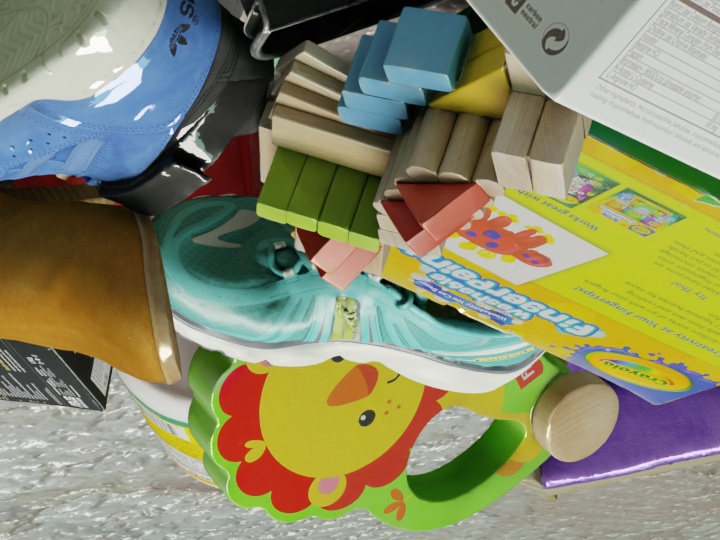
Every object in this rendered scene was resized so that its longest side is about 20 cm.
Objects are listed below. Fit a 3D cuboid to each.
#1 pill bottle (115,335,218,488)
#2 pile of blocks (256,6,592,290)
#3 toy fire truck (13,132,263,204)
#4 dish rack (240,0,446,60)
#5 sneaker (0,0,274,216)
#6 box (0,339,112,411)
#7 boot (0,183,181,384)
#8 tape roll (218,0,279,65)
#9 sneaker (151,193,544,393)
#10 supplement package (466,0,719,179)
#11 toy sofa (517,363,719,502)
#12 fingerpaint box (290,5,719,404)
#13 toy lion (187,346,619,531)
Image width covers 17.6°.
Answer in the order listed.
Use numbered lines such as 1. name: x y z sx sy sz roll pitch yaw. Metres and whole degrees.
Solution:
1. pill bottle: -0.065 0.053 1.236 0.112 0.113 0.200 -8 158 3
2. pile of blocks: 0.009 -0.037 0.786 0.082 0.062 0.200 27 155 -17
3. toy fire truck: -0.109 -0.055 1.035 0.199 0.049 0.141 -4 159 -8
4. dish rack: 0.040 -0.155 0.762 0.153 0.055 0.200 -23 166 -27
5. sneaker: -0.122 -0.050 0.872 0.200 0.077 0.111 -28 142 29
6. box: -0.213 0.018 1.117 0.160 0.044 0.200 7 165 7
7. boot: -0.155 0.011 0.916 0.144 0.071 0.201 -11 -162 -15
8. tape roll: -0.115 -0.116 0.880 0.200 0.048 0.201 -7 159 -3
9. sneaker: 0.000 0.000 1.018 0.199 0.078 0.080 8 159 -18
10. supplement package: 0.119 -0.146 0.635 0.150 0.152 0.200 18 119 -48
11. toy sofa: 0.184 0.076 1.414 0.199 0.083 0.098 -13 159 15
12. fingerpaint box: 0.102 -0.029 0.927 0.200 0.074 0.167 24 152 -26
13. toy lion: 0.014 0.057 1.137 0.192 0.069 0.200 -38 131 -9
